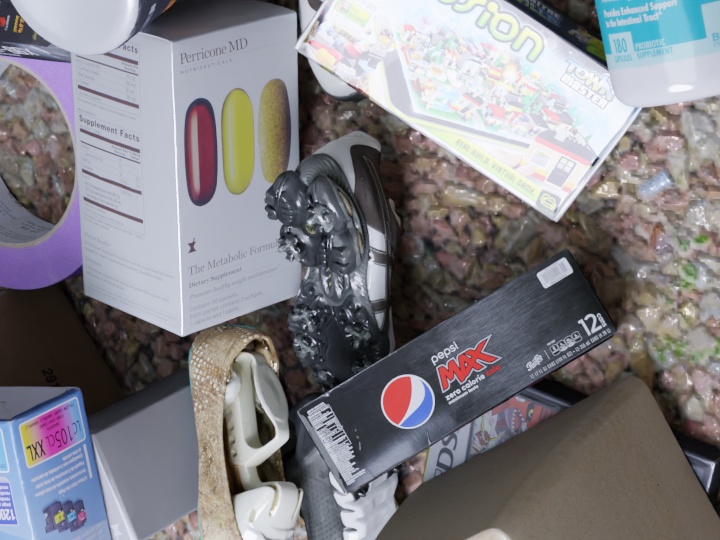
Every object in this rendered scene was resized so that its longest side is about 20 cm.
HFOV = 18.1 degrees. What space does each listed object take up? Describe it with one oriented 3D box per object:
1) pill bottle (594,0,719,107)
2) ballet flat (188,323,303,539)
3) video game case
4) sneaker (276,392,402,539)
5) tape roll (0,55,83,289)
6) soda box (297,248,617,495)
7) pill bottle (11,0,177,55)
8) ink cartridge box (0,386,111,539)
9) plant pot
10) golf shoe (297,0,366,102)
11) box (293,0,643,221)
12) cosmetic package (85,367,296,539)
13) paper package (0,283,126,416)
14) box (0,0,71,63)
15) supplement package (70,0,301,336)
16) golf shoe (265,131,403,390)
[{"bbox_3d":[0.182,-0.202,1.309,0.110,0.111,0.201,-8,98,34],"label":"pill bottle"},{"bbox_3d":[-0.073,0.131,1.496,0.065,0.070,0.201,-19,78,42],"label":"ballet flat"},{"bbox_3d":[0.129,0.167,1.493,0.199,0.025,0.181,22,113,26],"label":"video game case"},{"bbox_3d":[-0.016,0.162,1.552,0.090,0.066,0.201,31,136,34],"label":"sneaker"},{"bbox_3d":[-0.238,-0.090,1.634,0.199,0.066,0.201,10,108,31],"label":"tape roll"},{"bbox_3d":[0.061,0.065,1.427,0.200,0.071,0.063,-30,85,1],"label":"soda box"},{"bbox_3d":[-0.135,-0.226,1.445,0.106,0.200,0.107,17,129,22],"label":"pill bottle"},{"bbox_3d":[-0.231,0.179,1.458,0.136,0.076,0.201,-2,106,35],"label":"ink cartridge box"},{"bbox_3d":[0.108,0.214,1.398,0.199,0.177,0.200,-31,87,34],"label":"plant pot"},{"bbox_3d":[-0.020,-0.202,1.449,0.078,0.094,0.201,13,111,28],"label":"golf shoe"},{"bbox_3d":[0.071,-0.129,1.402,0.200,0.035,0.110,33,121,-4],"label":"box"},{"bbox_3d":[-0.144,0.127,1.549,0.107,0.200,0.091,-19,92,34],"label":"cosmetic package"},{"bbox_3d":[-0.258,0.125,1.628,0.103,0.190,0.200,-34,85,34],"label":"paper package"},{"bbox_3d":[-0.226,-0.248,1.550,0.157,0.050,0.201,8,85,30],"label":"box"},{"bbox_3d":[-0.115,-0.077,1.507,0.109,0.114,0.201,20,120,42],"label":"supplement package"},{"bbox_3d":[0.000,0.000,1.498,0.078,0.095,0.200,19,137,26],"label":"golf shoe"}]
